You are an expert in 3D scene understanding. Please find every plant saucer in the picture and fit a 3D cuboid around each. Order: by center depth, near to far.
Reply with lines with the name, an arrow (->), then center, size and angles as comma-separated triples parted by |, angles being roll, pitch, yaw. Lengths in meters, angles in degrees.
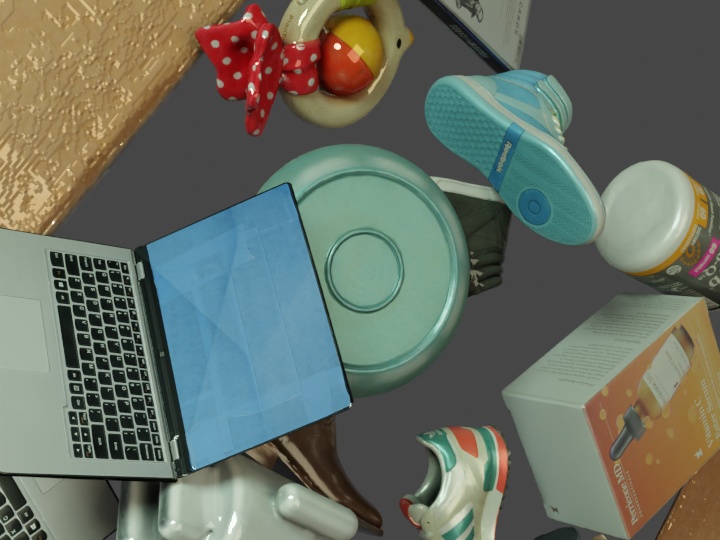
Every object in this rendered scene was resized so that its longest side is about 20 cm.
plant saucer -> 0.000, 0.000, 0.924 | 0.199, 0.027, 0.201 | 1, 88, -20

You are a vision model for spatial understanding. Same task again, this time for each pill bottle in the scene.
pill bottle -> 0.339, -0.025, 1.203 | 0.199, 0.116, 0.117 | 23, 78, -36

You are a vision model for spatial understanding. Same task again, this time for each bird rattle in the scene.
bird rattle -> -0.023, -0.178, 0.928 | 0.163, 0.112, 0.201 | 44, 68, -49

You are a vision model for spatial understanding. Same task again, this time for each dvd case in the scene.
dvd case -> 0.107, -0.271, 1.020 | 0.200, 0.025, 0.151 | 22, 77, -62

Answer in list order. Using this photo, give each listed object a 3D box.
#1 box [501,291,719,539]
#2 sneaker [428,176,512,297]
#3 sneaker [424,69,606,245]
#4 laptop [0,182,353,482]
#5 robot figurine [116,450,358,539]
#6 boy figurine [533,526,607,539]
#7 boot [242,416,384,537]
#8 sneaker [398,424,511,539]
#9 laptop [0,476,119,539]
box -> 0.258, 0.136, 1.154 | 0.200, 0.106, 0.153 | -35, 113, -32
sneaker -> 0.061, -0.025, 1.013 | 0.199, 0.071, 0.100 | 4, 85, -42
sneaker -> 0.164, -0.111, 1.034 | 0.130, 0.200, 0.080 | -21, 150, -41
laptop -> -0.136, 0.030, 0.780 | 0.199, 0.116, 0.188 | 10, 49, -37
robot figurine -> -0.085, 0.199, 0.857 | 0.200, 0.169, 0.113 | 38, 40, -41
boy figurine -> 0.245, 0.327, 1.179 | 0.200, 0.064, 0.125 | 42, 40, -35
boot -> -0.009, 0.096, 0.974 | 0.186, 0.064, 0.201 | 42, 64, -30
sneaker -> 0.074, 0.235, 1.050 | 0.093, 0.070, 0.201 | 6, 91, -20
laptop -> -0.243, 0.155, 0.747 | 0.200, 0.116, 0.188 | -36, 114, -31
